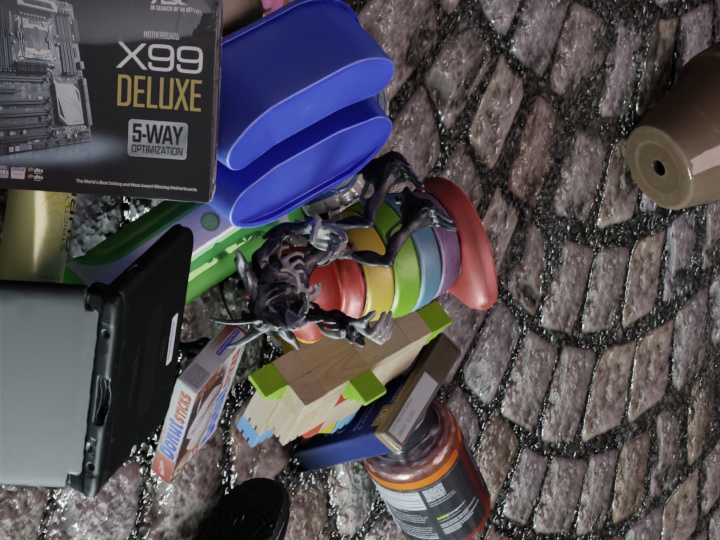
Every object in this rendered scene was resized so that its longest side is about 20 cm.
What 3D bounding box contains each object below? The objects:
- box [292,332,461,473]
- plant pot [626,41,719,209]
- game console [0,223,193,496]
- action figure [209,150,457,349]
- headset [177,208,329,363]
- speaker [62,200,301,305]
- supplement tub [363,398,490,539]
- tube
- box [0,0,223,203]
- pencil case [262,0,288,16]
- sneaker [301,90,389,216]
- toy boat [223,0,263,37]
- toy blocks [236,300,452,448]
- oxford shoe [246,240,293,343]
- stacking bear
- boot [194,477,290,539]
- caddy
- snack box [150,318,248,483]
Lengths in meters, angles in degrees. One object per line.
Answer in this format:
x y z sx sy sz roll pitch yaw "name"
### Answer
0.005 0.129 1.894 0.032 0.200 0.121 42 60 -16 "box"
0.425 -0.159 2.439 0.174 0.200 0.201 -30 129 -29 "plant pot"
-0.224 0.062 1.506 0.176 0.116 0.201 -48 157 -48 "game console"
-0.022 -0.003 1.577 0.200 0.102 0.119 -42 125 -12 "action figure"
-0.102 -0.004 1.741 0.124 0.094 0.201 45 54 -30 "headset"
-0.146 -0.016 1.595 0.200 0.088 0.089 -35 135 -18 "speaker"
0.063 0.199 2.059 0.107 0.107 0.200 -58 145 -27 "supplement tub"
-0.246 -0.034 1.518 0.058 0.052 0.201 -156 -104 -83 "tube"
-0.198 -0.136 1.413 0.050 0.199 0.159 -86 180 -73 "box"
-0.099 -0.181 1.661 0.082 0.086 0.201 -2 106 -27 "pencil case"
-0.028 -0.140 1.756 0.200 0.078 0.089 -82 149 -51 "sneaker"
-0.170 -0.196 1.528 0.131 0.131 0.200 -52 156 23 "toy boat"
-0.026 0.101 1.793 0.200 0.100 0.137 -29 162 -32 "toy blocks"
-0.057 0.037 1.850 0.075 0.058 0.200 -41 128 -2 "oxford shoe"
0.000 0.000 1.698 0.199 0.121 0.114 -20 114 -29 "stacking bear"
-0.097 0.307 1.871 0.201 0.076 0.168 -62 144 -9 "boot"
-0.067 -0.128 1.531 0.200 0.105 0.142 -31 147 -24 "caddy"
-0.137 0.113 1.681 0.072 0.024 0.200 -51 172 -29 "snack box"
